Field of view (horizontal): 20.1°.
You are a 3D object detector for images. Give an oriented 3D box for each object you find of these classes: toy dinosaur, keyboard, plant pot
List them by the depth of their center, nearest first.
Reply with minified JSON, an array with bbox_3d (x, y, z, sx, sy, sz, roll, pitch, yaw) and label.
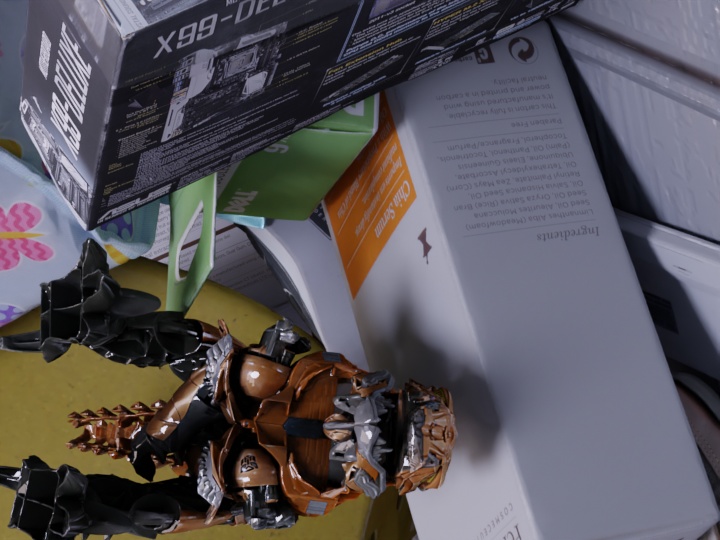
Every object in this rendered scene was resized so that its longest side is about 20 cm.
[{"bbox_3d":[-0.053,0.061,0.711,0.200,0.135,0.103,-36,52,45],"label":"toy dinosaur"},{"bbox_3d":[0.108,0.007,0.742,0.200,0.011,0.057,28,144,64],"label":"keyboard"},{"bbox_3d":[-0.081,0.114,0.904,0.195,0.199,0.197,75,-153,-63],"label":"plant pot"}]

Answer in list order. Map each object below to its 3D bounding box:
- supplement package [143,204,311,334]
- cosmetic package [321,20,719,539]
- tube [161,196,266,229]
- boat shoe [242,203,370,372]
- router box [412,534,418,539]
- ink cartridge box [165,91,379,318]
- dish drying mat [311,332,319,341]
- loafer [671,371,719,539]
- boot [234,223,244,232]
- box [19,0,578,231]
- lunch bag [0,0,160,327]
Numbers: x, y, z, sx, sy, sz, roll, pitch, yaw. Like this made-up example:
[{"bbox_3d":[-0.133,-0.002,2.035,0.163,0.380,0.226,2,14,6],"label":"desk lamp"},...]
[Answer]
[{"bbox_3d":[-0.098,-0.017,1.138,0.201,0.119,0.122,57,161,30],"label":"supplement package"},{"bbox_3d":[0.050,0.021,0.738,0.102,0.071,0.201,121,137,-58],"label":"cosmetic package"},{"bbox_3d":[-0.058,-0.123,0.853,0.077,0.050,0.202,13,97,34],"label":"tube"},{"bbox_3d":[0.000,0.000,0.860,0.200,0.068,0.057,52,175,33],"label":"boat shoe"},{"bbox_3d":[0.060,0.148,0.997,0.179,0.049,0.201,42,150,54],"label":"router box"},{"bbox_3d":[-0.033,-0.080,0.749,0.104,0.059,0.201,134,140,-67],"label":"ink cartridge box"},{"bbox_3d":[0.028,0.028,0.889,0.200,0.018,0.077,-13,90,64],"label":"dish drying mat"},{"bbox_3d":[0.138,0.134,0.720,0.201,0.063,0.072,63,163,12],"label":"loafer"},{"bbox_3d":[-0.083,-0.087,0.962,0.202,0.074,0.154,14,143,18],"label":"boot"},{"bbox_3d":[-0.003,-0.095,0.619,0.050,0.199,0.158,61,163,10],"label":"box"},{"bbox_3d":[-0.167,-0.076,0.820,0.127,0.169,0.201,39,-140,-34],"label":"lunch bag"}]
